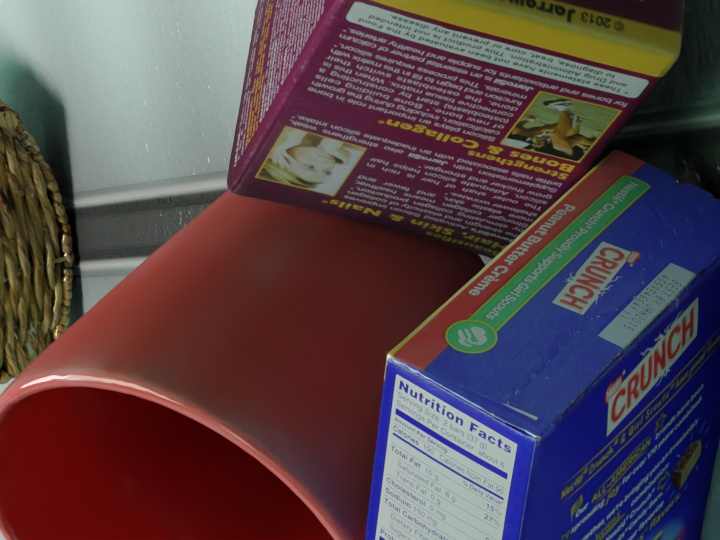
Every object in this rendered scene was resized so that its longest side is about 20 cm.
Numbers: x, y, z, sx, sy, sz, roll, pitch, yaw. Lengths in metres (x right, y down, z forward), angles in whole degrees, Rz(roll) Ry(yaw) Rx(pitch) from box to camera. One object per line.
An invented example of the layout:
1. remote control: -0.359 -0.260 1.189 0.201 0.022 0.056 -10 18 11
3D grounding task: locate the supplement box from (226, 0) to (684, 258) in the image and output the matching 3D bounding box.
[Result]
1. supplement box: 0.037 -0.098 1.169 0.200 0.131 0.103 127 153 -61

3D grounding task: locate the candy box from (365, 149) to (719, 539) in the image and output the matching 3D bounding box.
1. candy box: 0.074 0.081 1.158 0.077 0.169 0.200 27 132 24

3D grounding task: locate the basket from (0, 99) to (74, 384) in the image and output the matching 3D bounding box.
1. basket: -0.281 -0.035 1.960 0.149 0.142 0.200 36 141 53

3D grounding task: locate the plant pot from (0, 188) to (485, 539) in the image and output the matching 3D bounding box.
1. plant pot: -0.038 0.059 1.268 0.200 0.177 0.201 20 140 18
